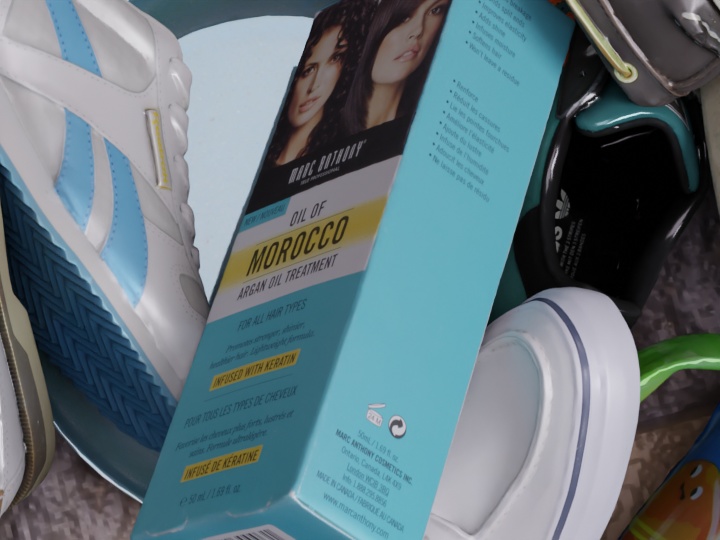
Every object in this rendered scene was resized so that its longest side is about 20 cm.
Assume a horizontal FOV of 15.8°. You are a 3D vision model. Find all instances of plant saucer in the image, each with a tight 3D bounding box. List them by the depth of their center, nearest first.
[{"bbox_3d":[-0.025,-0.008,0.883,0.199,0.027,0.202,1,82,-6],"label":"plant saucer"}]

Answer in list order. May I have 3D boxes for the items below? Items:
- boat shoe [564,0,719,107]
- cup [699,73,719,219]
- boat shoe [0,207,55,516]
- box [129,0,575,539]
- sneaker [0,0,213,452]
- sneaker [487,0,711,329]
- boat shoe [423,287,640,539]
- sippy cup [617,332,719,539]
[{"bbox_3d":[0.054,-0.144,0.792,0.060,0.072,0.202,-37,84,30],"label":"boat shoe"},{"bbox_3d":[0.188,-0.044,0.831,0.142,0.200,0.202,-10,85,15],"label":"cup"},{"bbox_3d":[-0.148,-0.010,0.768,0.074,0.068,0.201,-14,104,25],"label":"boat shoe"},{"bbox_3d":[0.000,0.000,0.794,0.049,0.082,0.201,35,56,-28],"label":"box"},{"bbox_3d":[-0.084,-0.033,0.829,0.081,0.076,0.201,-31,94,-27],"label":"sneaker"},{"bbox_3d":[0.087,-0.058,0.851,0.071,0.080,0.201,20,69,-21],"label":"sneaker"},{"bbox_3d":[0.017,0.085,0.805,0.066,0.201,0.074,-1,45,-33],"label":"boat shoe"},{"bbox_3d":[0.133,0.115,0.840,0.130,0.140,0.178,-44,70,6],"label":"sippy cup"}]
